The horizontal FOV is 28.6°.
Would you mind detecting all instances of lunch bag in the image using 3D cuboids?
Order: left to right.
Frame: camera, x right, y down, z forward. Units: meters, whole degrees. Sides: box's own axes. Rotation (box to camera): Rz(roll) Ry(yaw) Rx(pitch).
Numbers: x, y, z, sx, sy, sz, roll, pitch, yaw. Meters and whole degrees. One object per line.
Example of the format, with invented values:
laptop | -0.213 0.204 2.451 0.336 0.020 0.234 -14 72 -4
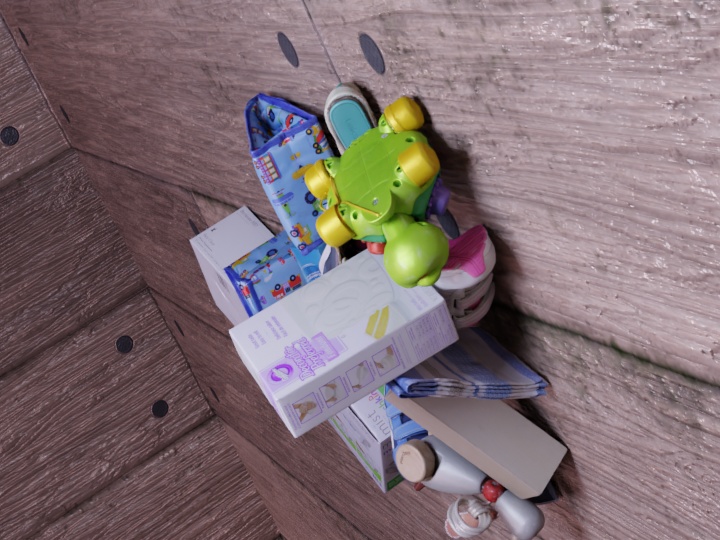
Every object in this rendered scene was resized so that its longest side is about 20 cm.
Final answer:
lunch bag | -0.092 -0.133 1.791 0.152 0.093 0.200 64 173 -26
lunch bag | -0.074 0.051 1.951 0.094 0.150 0.202 28 146 60

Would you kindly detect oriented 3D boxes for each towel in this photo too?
towel | 0.089 0.095 1.517 0.147 0.198 0.024 41 121 50

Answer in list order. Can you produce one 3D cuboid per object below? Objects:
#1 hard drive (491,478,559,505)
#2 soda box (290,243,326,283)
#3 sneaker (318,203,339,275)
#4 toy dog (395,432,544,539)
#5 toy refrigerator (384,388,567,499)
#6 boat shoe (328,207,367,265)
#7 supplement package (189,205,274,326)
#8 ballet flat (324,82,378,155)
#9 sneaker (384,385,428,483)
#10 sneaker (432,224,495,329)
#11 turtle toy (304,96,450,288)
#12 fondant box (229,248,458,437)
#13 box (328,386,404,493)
hard drive | 0.162 0.221 1.749 0.136 0.042 0.200 63 163 -15
soda box | -0.015 0.038 1.877 0.064 0.068 0.202 5 127 51
sneaker | 0.002 0.000 1.659 0.203 0.076 0.148 101 161 -53
toy dog | 0.122 0.267 1.686 0.201 0.130 0.097 55 142 42
toy refrigerator | 0.131 0.171 1.600 0.199 0.070 0.076 35 164 -1
boat shoe | 0.005 -0.014 1.559 0.073 0.067 0.202 0 127 30
supplement package | -0.160 0.026 2.236 0.200 0.110 0.157 43 158 42
ballet flat | 0.016 -0.119 1.572 0.063 0.067 0.202 -88 -20 -63
sneaker | 0.067 0.196 1.839 0.201 0.073 0.083 -106 -1 -56
sneaker | 0.109 0.013 1.485 0.089 0.081 0.200 57 172 -1
turtle toy | 0.033 -0.068 1.418 0.101 0.145 0.201 39 -156 -39
fondant box | -0.019 0.066 1.454 0.144 0.199 0.059 47 165 53
box | 0.008 0.194 2.059 0.200 0.096 0.177 50 162 28
